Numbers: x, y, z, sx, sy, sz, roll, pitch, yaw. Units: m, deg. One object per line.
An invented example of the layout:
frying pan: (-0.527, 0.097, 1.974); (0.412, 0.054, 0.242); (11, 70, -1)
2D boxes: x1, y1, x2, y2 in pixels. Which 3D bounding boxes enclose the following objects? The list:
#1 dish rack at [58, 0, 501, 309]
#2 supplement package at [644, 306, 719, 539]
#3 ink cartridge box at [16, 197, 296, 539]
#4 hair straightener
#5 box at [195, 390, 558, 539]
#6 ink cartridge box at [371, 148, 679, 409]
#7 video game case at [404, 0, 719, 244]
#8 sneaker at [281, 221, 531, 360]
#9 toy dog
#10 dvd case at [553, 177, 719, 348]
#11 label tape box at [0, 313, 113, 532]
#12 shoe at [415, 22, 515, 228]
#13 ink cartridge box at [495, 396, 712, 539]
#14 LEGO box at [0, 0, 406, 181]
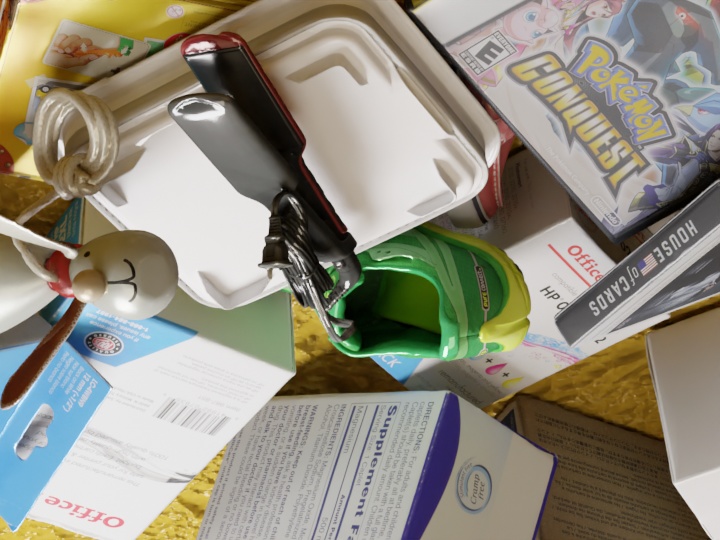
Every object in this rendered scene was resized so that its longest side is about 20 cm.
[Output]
dish rack: (-0.042, -0.054, 1.199); (0.199, 0.044, 0.172); (-25, 134, 20)
supplement package: (0.292, 0.081, 1.444); (0.199, 0.120, 0.121); (-21, 138, 17)
ink cartridge box: (-0.151, 0.062, 1.403); (0.144, 0.084, 0.200); (21, 133, -26)
hair straightener: (-0.043, -0.024, 1.144); (0.041, 0.077, 0.200); (-3, 143, 19)
box: (-0.004, 0.176, 1.421); (0.105, 0.185, 0.199); (32, 157, -34)
ink cartridge box: (0.099, -0.001, 1.370); (0.199, 0.068, 0.115); (-28, 135, 24)
video game case: (0.150, -0.118, 1.183); (0.180, 0.026, 0.200); (-30, 127, 21)
sneaker: (0.000, 0.000, 1.299); (0.083, 0.199, 0.075); (-21, 118, -45)
toy dog: (-0.191, 0.006, 1.168); (0.096, 0.133, 0.200); (-20, 171, -48)
dvd case: (0.216, -0.024, 1.299); (0.199, 0.025, 0.150); (-17, 161, -43)
label tape box: (-0.255, 0.054, 1.325); (0.200, 0.066, 0.143); (42, 129, 5)
shoe: (0.081, -0.102, 1.254); (0.090, 0.072, 0.201); (-6, 135, 5)
ink cartridge box: (0.173, 0.187, 1.518); (0.199, 0.165, 0.075); (20, 133, -25)
LEGO box: (-0.092, -0.111, 1.220); (0.199, 0.078, 0.149); (10, 137, -16)
